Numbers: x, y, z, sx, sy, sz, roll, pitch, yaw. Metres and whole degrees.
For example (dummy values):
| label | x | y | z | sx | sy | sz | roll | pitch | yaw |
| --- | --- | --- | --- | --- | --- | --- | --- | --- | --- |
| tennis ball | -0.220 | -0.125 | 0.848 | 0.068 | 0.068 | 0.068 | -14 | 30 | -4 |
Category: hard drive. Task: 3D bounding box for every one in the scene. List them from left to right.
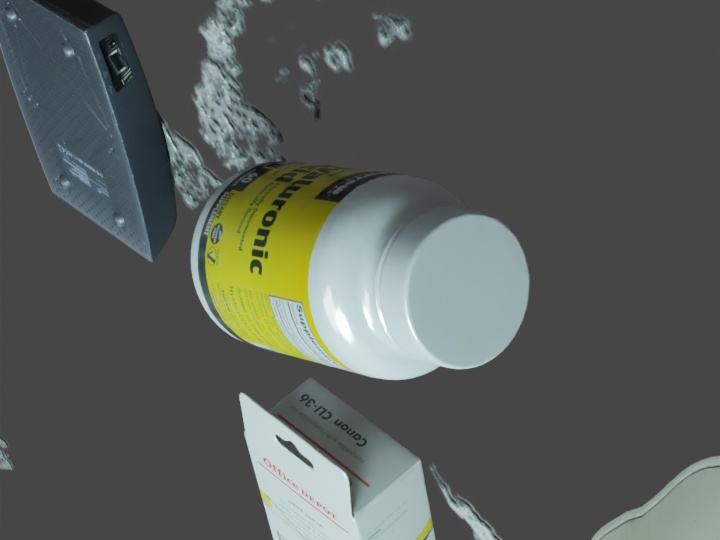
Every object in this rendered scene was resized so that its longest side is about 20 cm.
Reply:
| label | x | y | z | sx | sy | sz | roll | pitch | yaw |
| --- | --- | --- | --- | --- | --- | --- | --- | --- | --- |
| hard drive | -0.187 | -0.111 | 1.320 | 0.135 | 0.042 | 0.200 | 32 | 148 | 37 |

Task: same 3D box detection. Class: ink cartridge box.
| label | x | y | z | sx | sy | sz | roll | pitch | yaw |
| --- | --- | --- | --- | --- | --- | --- | --- | --- | --- |
| ink cartridge box | -0.011 | 0.157 | 1.334 | 0.116 | 0.067 | 0.200 | 34 | 150 | 35 |

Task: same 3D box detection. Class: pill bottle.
| label | x | y | z | sx | sy | sz | roll | pitch | yaw |
| --- | --- | --- | --- | --- | --- | --- | --- | --- | --- |
| pill bottle | 0.000 | 0.000 | 1.064 | 0.200 | 0.111 | 0.111 | 11 | 132 | 54 |

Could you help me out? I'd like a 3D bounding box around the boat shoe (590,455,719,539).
| label | x | y | z | sx | sy | sz | roll | pitch | yaw |
| --- | --- | --- | --- | --- | --- | --- | --- | --- | --- |
| boat shoe | 0.188 | 0.147 | 1.017 | 0.063 | 0.073 | 0.200 | 14 | 156 | -19 |
